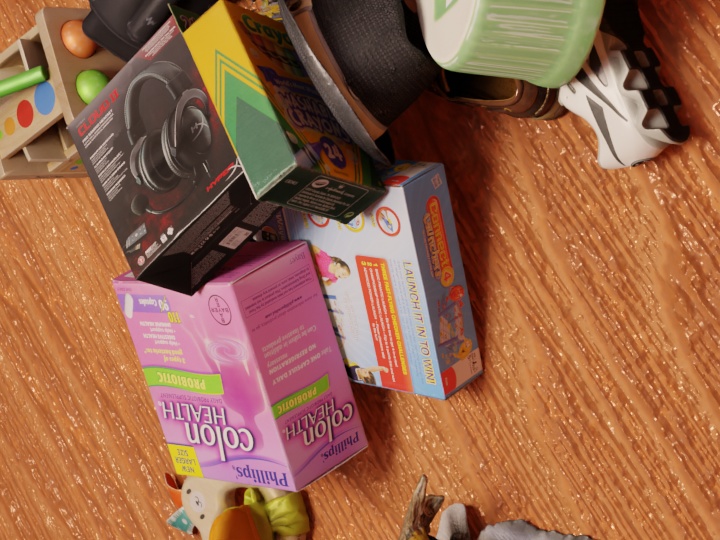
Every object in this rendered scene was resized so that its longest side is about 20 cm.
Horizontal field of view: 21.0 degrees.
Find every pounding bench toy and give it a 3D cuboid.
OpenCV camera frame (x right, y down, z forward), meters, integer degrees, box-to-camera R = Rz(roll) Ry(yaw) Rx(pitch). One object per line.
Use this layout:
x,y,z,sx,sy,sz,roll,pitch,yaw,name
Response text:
-0.313,-0.177,1.921,0.156,0.200,0.125,-29,74,41,pounding bench toy

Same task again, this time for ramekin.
0.111,-0.243,1.504,0.200,0.097,0.201,-179,90,-74,ramekin

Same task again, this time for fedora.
0.010,-0.183,1.593,0.091,0.201,0.201,-30,71,11,fedora

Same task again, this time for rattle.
-0.158,0.246,1.859,0.199,0.143,0.131,17,124,35,rattle

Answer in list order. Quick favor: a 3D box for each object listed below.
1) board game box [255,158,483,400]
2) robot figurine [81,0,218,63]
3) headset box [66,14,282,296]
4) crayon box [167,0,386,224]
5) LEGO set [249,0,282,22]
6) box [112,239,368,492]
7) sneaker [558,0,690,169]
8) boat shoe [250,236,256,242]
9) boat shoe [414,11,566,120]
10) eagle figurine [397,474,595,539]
0.000,0.000,1.699,0.195,0.056,0.201,9,119,42,board game box
-0.184,-0.287,1.841,0.200,0.125,0.151,-43,64,34,robot figurine
-0.154,-0.105,1.651,0.149,0.077,0.200,-42,57,22,headset box
-0.068,-0.142,1.591,0.052,0.126,0.201,-38,63,24,crayon box
-0.105,-0.188,1.756,0.200,0.154,0.116,9,127,53,LEGO set
-0.109,0.082,1.743,0.176,0.097,0.201,2,115,48,box
0.182,-0.174,1.545,0.088,0.074,0.201,-29,73,38,sneaker
-0.073,-0.027,1.802,0.073,0.063,0.200,53,124,29,boat shoe
0.085,-0.177,1.639,0.200,0.067,0.072,24,110,39,boat shoe
0.113,0.279,1.634,0.199,0.151,0.152,25,158,8,eagle figurine
